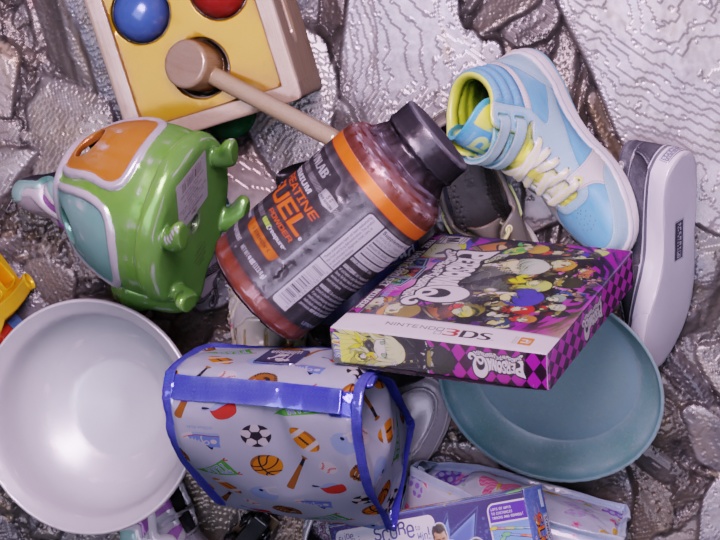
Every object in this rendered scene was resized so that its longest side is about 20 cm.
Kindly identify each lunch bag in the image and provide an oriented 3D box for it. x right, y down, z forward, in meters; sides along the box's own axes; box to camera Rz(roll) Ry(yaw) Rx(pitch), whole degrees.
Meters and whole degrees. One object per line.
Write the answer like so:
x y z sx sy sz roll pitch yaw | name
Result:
0.121 0.273 1.437 0.199 0.127 0.171 16 102 12 | lunch bag
-0.055 0.125 1.321 0.169 0.200 0.125 3 69 15 | lunch bag

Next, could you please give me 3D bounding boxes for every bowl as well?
-0.221 0.123 1.417 0.200 0.090 0.202 0 91 14 | bowl

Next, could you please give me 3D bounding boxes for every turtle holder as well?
-0.172 -0.047 1.337 0.131 0.186 0.142 18 77 15 | turtle holder

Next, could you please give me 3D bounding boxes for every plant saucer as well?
0.167 0.093 1.414 0.199 0.036 0.201 10 124 16 | plant saucer

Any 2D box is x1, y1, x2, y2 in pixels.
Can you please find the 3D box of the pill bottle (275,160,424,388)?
0.000 0.000 1.409 0.111 0.112 0.201 -11 99 11 | pill bottle

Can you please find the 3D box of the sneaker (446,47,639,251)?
0.139 -0.087 1.341 0.080 0.130 0.201 -43 72 39 | sneaker

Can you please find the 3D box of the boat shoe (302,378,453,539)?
0.011 0.175 1.463 0.072 0.069 0.200 42 104 -1 | boat shoe

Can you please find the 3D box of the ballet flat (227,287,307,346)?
-0.084 0.084 1.463 0.075 0.064 0.201 -5 99 11 | ballet flat

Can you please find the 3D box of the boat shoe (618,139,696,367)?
0.241 -0.014 1.395 0.068 0.072 0.201 19 122 39 | boat shoe

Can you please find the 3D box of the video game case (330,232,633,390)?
0.100 0.028 1.286 0.180 0.200 0.036 7 116 27 | video game case

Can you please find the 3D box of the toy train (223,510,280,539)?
-0.064 0.195 1.480 0.034 0.046 0.200 38 112 -5 | toy train

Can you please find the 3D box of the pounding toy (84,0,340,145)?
-0.119 -0.184 1.377 0.183 0.142 0.201 -16 98 12 | pounding toy

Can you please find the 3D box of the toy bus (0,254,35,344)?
-0.368 0.046 1.438 0.136 0.200 0.192 -39 100 16 | toy bus

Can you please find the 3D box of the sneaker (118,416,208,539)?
-0.180 0.181 1.490 0.200 0.078 0.140 39 105 0 | sneaker

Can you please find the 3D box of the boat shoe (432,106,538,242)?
0.106 -0.044 1.410 0.072 0.060 0.203 -20 97 12 | boat shoe

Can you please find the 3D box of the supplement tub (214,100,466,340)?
-0.012 -0.044 1.292 0.200 0.107 0.107 -41 92 10 | supplement tub

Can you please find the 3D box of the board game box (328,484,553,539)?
0.073 0.263 1.371 0.199 0.034 0.136 -15 83 33 | board game box

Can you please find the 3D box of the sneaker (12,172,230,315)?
-0.218 -0.009 1.452 0.199 0.078 0.141 9 102 8 | sneaker
